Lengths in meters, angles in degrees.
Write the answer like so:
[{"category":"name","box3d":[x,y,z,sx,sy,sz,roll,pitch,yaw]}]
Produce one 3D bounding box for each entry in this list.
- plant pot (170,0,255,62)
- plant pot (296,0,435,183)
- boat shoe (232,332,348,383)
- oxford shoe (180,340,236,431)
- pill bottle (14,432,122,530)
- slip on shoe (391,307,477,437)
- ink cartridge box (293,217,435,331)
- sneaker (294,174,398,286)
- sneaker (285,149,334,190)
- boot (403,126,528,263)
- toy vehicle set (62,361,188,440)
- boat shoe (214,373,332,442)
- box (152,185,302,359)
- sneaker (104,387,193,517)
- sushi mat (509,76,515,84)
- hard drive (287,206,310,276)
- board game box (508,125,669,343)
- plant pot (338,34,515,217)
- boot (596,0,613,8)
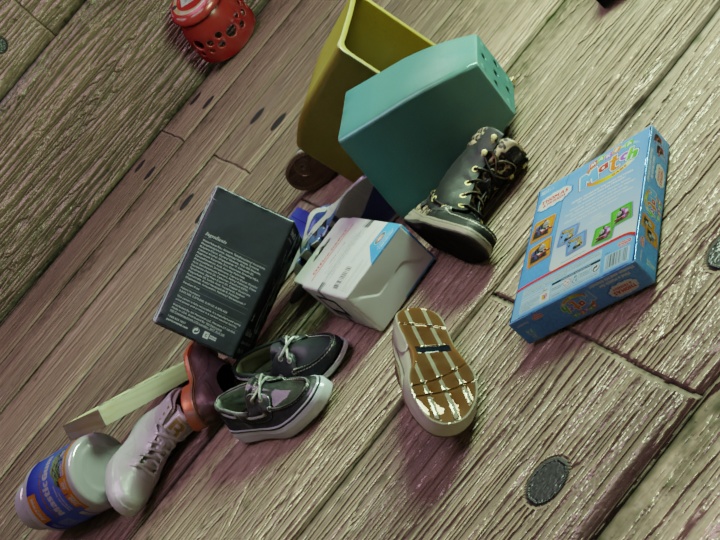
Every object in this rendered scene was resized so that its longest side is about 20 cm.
[{"category":"plant pot","box3d":[-0.425,-0.720,3.384,0.198,0.182,0.203,-17,54,25]},{"category":"plant pot","box3d":[0.007,-0.250,1.780,0.200,0.193,0.197,-50,17,32]},{"category":"boat shoe","box3d":[-0.093,0.116,1.514,0.199,0.060,0.076,-29,29,43]},{"category":"oxford shoe","box3d":[-0.208,0.152,1.704,0.072,0.072,0.201,-24,30,8]},{"category":"pill bottle","box3d":[-0.435,0.323,1.782,0.199,0.112,0.113,-31,27,40]},{"category":"slip on shoe","box3d":[0.068,0.113,1.201,0.201,0.075,0.061,-112,25,-58]},{"category":"ink cartridge box","box3d":[0.000,0.000,1.514,0.116,0.068,0.200,-53,21,-9]},{"category":"sneaker","box3d":[-0.026,-0.074,1.678,0.200,0.080,0.115,-47,23,11]},{"category":"sneaker","box3d":[-0.044,-0.219,1.982,0.200,0.071,0.113,-40,15,38]},{"category":"boot","box3d":[0.136,-0.090,1.394,0.151,0.073,0.200,-51,15,-5]},{"category":"toy vehicle set","box3d":[-0.341,0.192,1.808,0.199,0.027,0.124,-29,2,-43]},{"category":"boat shoe","box3d":[-0.115,0.163,1.462,0.199,0.071,0.073,-27,30,44]},{"category":"box","box3d":[-0.176,0.010,1.634,0.200,0.123,0.199,85,-152,-85]},{"category":"sneaker","box3d":[-0.287,0.244,1.674,0.115,0.073,0.201,-42,21,28]},{"category":"sushi mat","box3d":[0.139,-0.175,1.609,0.095,0.012,0.201,-12,42,56]},{"category":"hard drive","box3d":[-0.138,-0.008,1.870,0.201,0.025,0.132,-51,21,-4]},{"category":"board game box","box3d":[0.225,-0.037,1.163,0.151,0.037,0.201,-31,28,40]},{"category":"plant pot","box3d":[0.096,-0.200,1.545,0.199,0.142,0.142,-30,28,24]},{"category":"boot","box3d":[0.379,-0.445,1.528,0.199,0.065,0.166,-36,22,42]}]
